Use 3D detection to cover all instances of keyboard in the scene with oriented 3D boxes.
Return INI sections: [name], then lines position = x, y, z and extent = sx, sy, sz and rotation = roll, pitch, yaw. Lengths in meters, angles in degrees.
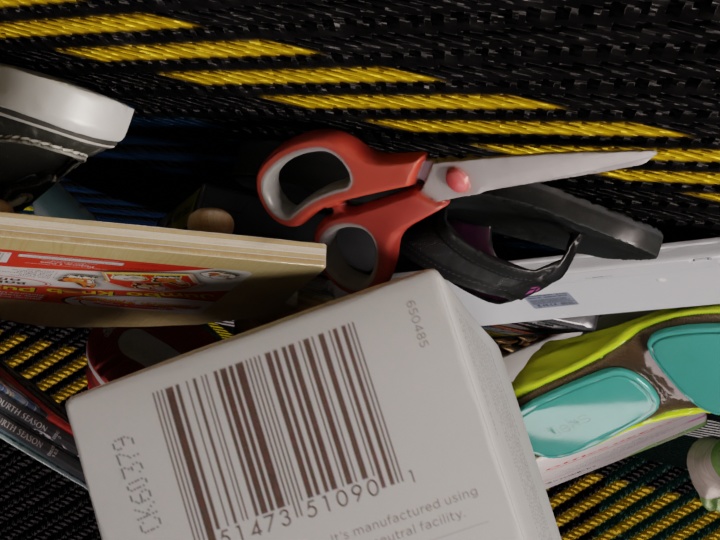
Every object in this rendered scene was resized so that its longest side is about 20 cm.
[keyboard]
position = 0.082, 0.009, 0.800
extent = 0.200, 0.011, 0.056
rotation = -6, 157, 30

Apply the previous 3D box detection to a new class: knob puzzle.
[knob puzzle]
position = -0.124, -0.005, 0.781
extent = 0.219, 0.031, 0.220
rotation = 1, 168, 0

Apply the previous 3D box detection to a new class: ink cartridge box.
[ink cartridge box]
position = 0.131, 0.072, 1.016
extent = 0.117, 0.067, 0.200
rotation = -22, 168, 6

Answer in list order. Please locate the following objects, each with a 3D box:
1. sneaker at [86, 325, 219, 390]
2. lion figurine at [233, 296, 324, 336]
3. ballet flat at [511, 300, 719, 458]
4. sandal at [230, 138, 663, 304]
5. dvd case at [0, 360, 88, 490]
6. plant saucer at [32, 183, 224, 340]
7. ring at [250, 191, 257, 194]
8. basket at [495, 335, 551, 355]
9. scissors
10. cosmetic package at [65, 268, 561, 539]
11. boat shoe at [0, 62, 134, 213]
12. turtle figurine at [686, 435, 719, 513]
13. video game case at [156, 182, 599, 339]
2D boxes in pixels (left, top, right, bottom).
[sneaker]
position = -0.063, 0.102, 0.963
extent = 0.200, 0.078, 0.116
rotation = 39, 152, 7
[lion figurine]
position = -0.031, 0.036, 1.035
extent = 0.122, 0.073, 0.200
rotation = 27, 178, 14
[ballet flat]
position = 0.149, 0.037, 0.844
extent = 0.200, 0.067, 0.067
rotation = -21, 120, 45
[sandal]
position = 0.033, -0.016, 0.756
extent = 0.200, 0.048, 0.075
rotation = 11, 173, 31
[dvd case]
position = -0.200, 0.032, 0.803
extent = 0.200, 0.022, 0.146
rotation = 40, 172, -36
[plant saucer]
position = -0.123, 0.016, 1.042
extent = 0.200, 0.027, 0.200
rotation = 43, 174, 5
[ring]
position = 0.006, -0.011, 0.991
extent = 0.200, 0.019, 0.200
rotation = 13, 173, 2
[basket]
position = 0.070, 0.056, 1.246
extent = 0.143, 0.149, 0.200
rotation = 48, -168, 29
[scissors]
position = 0.026, -0.039, 0.680
extent = 0.073, 0.014, 0.200
rotation = 57, 144, -6
[cosmetic package]
position = -0.003, 0.117, 0.777
extent = 0.164, 0.165, 0.200
rotation = -20, 166, 8
[boat shoe]
position = -0.160, -0.051, 0.789
extent = 0.071, 0.064, 0.200
rotation = 17, 173, -29
[turtle figurine]
position = 0.281, 0.123, 1.020
extent = 0.199, 0.144, 0.194
rotation = 19, 175, -10
[video game case]
position = 0.000, 0.000, 0.913
extent = 0.199, 0.026, 0.181
rotation = 14, 173, -12
